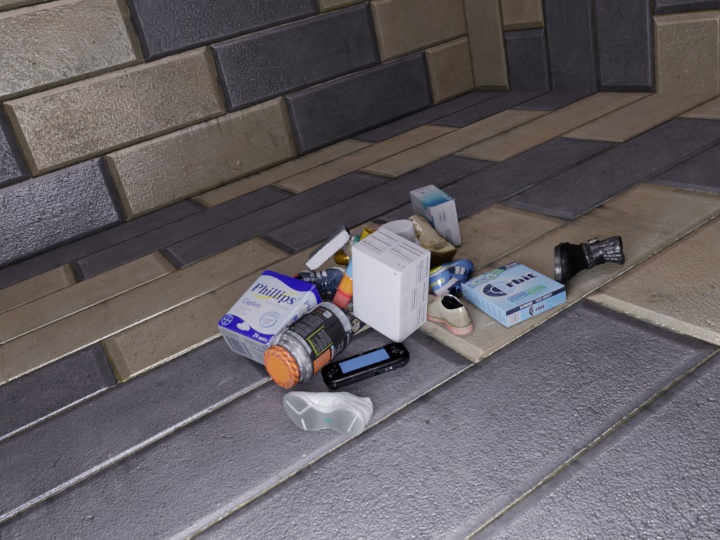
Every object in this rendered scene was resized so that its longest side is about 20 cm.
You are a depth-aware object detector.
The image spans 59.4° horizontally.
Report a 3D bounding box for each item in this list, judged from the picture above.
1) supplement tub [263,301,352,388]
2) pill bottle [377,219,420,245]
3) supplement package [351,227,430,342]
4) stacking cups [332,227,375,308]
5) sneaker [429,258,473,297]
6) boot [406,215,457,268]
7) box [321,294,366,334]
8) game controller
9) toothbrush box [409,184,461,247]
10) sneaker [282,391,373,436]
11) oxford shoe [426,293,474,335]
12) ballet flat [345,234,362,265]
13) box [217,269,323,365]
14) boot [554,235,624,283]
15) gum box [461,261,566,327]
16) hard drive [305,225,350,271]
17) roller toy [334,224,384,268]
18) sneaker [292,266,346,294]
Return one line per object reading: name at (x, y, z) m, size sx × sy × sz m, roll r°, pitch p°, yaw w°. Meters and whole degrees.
supplement tub at (-0.119, 0.169, 1.432) m, size 0.120 × 0.126 × 0.199 m, roll 7°, pitch 30°, yaw 40°
pill bottle at (0.107, -0.017, 1.615) m, size 0.109 × 0.206 × 0.114 m, roll -11°, pitch 21°, yaw 5°
supplement package at (0.069, 0.034, 1.480) m, size 0.154 × 0.205 × 0.110 m, roll 28°, pitch 44°, yaw 35°
stacking cups at (-0.007, -0.001, 1.563) m, size 0.059 × 0.204 × 0.061 m, roll 22°, pitch 17°, yaw -7°
sneaker at (0.237, 0.023, 1.630) m, size 0.073 × 0.084 × 0.197 m, roll -30°, pitch -10°, yaw 38°
boot at (0.162, -0.081, 1.768) m, size 0.196 × 0.074 × 0.156 m, roll -12°, pitch 52°, yaw -42°
box at (-0.046, 0.095, 1.653) m, size 0.196 × 0.050 × 0.160 m, roll 9°, pitch 35°, yaw 43°
game controller at (0.010, 0.205, 1.381) m, size 0.194 × 0.043 × 0.105 m, roll -17°, pitch 23°, yaw -7°
toothbrush box at (0.229, -0.163, 1.943) m, size 0.083 × 0.150 × 0.201 m, roll -16°, pitch 24°, yaw -7°
sneaker at (-0.064, 0.274, 1.250) m, size 0.195 × 0.073 × 0.080 m, roll 6°, pitch 20°, yaw 27°
oxford shoe at (0.201, 0.082, 1.500) m, size 0.069 × 0.076 × 0.199 m, roll -23°, pitch 25°, yaw -22°
ballet flat at (0.000, 0.000, 1.655) m, size 0.064 × 0.074 × 0.205 m, roll -43°, pitch 41°, yaw 39°
box at (-0.214, 0.117, 1.545) m, size 0.180 × 0.107 × 0.201 m, roll 14°, pitch 51°, yaw 35°
boot at (0.549, -0.031, 1.517) m, size 0.154 × 0.082 × 0.210 m, roll -2°, pitch 18°, yaw 28°
gum box at (0.362, 0.052, 1.512) m, size 0.166 × 0.046 × 0.200 m, roll -21°, pitch 25°, yaw -16°
hard drive at (-0.086, -0.064, 1.733) m, size 0.139 × 0.033 × 0.200 m, roll -41°, pitch 7°, yaw 3°
roller toy at (0.040, -0.048, 1.803) m, size 0.196 × 0.144 × 0.182 m, roll 4°, pitch 28°, yaw 38°
sneaker at (-0.112, 0.039, 1.660) m, size 0.196 × 0.077 × 0.084 m, roll -6°, pitch 14°, yaw 40°
